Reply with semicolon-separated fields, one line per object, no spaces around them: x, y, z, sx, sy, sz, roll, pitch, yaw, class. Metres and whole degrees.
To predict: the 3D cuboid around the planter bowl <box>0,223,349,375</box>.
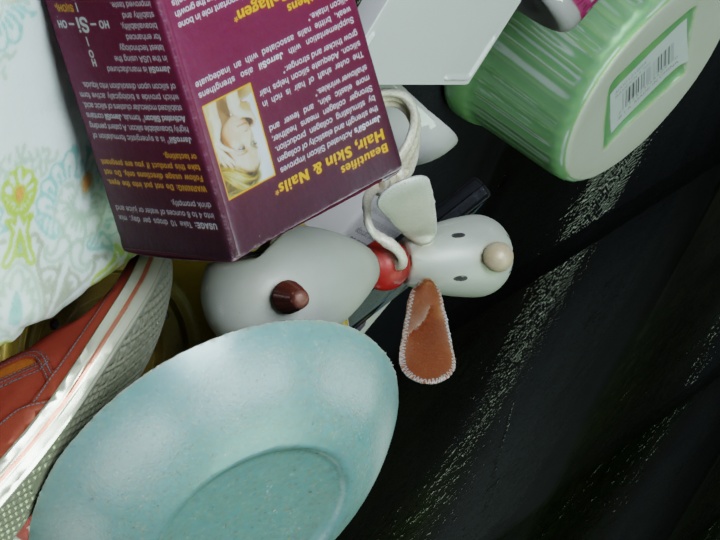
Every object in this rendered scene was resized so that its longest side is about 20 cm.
-0.110;0.045;1.313;0.200;0.201;0.083;-40;-158;-24;planter bowl

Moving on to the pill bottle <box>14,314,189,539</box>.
-0.182;0.094;1.417;0.200;0.112;0.112;-50;161;0;pill bottle

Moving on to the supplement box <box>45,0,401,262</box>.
-0.070;-0.117;1.137;0.110;0.085;0.201;-30;113;-37;supplement box

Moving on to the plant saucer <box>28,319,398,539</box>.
-0.060;0.110;1.231;0.200;0.039;0.201;-22;140;-19;plant saucer

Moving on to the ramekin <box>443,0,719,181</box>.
0.157;-0.156;1.701;0.200;0.098;0.200;-42;159;-20;ramekin

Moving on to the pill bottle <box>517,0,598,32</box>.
0.143;-0.246;1.481;0.200;0.113;0.113;-48;160;-2;pill bottle

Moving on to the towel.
-0.130;-0.082;1.184;0.200;0.048;0.172;-37;124;-31;towel

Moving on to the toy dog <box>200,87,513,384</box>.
0.000;0.000;1.275;0.200;0.132;0.096;-33;-161;-27;toy dog

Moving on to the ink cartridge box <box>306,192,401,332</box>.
-0.057;0.018;1.584;0.200;0.084;0.145;-51;159;5;ink cartridge box

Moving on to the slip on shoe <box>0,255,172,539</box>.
-0.154;0.061;1.199;0.200;0.061;0.074;-52;166;-24;slip on shoe

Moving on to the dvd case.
-0.019;0.029;1.477;0.200;0.018;0.143;-38;174;-26;dvd case

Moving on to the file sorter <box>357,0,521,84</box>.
0.031;-0.210;1.292;0.200;0.124;0.139;-57;158;21;file sorter

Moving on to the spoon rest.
-0.014;-0.107;1.459;0.200;0.099;0.061;23;89;-57;spoon rest
